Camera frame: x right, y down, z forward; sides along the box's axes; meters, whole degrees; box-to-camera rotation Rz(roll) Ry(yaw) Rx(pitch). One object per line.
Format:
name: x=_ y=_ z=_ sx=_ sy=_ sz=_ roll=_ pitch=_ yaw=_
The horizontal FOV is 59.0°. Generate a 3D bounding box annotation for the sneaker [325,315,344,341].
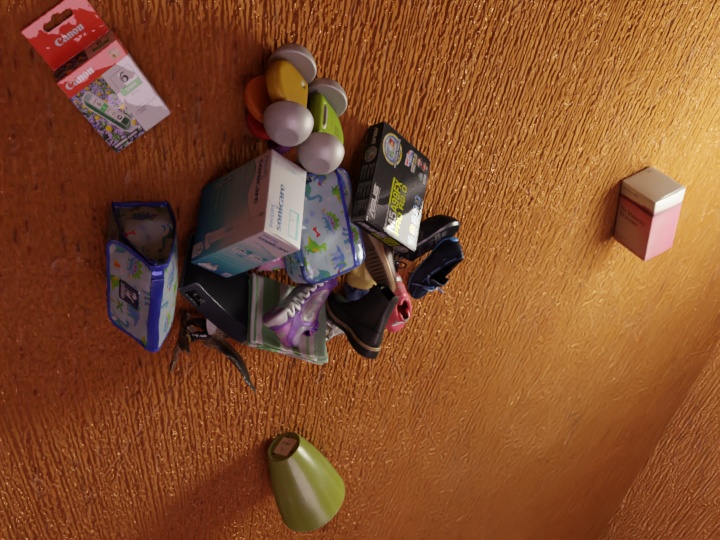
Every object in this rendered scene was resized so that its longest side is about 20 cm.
sneaker: x=-0.074 y=0.122 z=1.419 sx=0.195 sy=0.081 sz=0.078 roll=6 pitch=118 yaw=-37

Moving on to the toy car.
toy car: x=-0.115 y=-0.257 z=1.074 sx=0.147 sy=0.180 sz=0.199 roll=-19 pitch=145 yaw=31

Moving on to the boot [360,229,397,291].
boot: x=0.074 y=-0.077 z=1.311 sx=0.164 sy=0.071 sz=0.205 roll=-31 pitch=108 yaw=-32

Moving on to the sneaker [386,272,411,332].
sneaker: x=0.083 y=0.099 z=1.489 sx=0.072 sy=0.088 sz=0.203 roll=-25 pitch=144 yaw=-12

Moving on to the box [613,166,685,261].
box: x=0.783 y=-0.154 z=1.737 sx=0.106 sy=0.128 sz=0.204 roll=-23 pitch=132 yaw=-14

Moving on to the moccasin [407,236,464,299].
moccasin: x=0.170 y=0.010 z=1.471 sx=0.078 sy=0.069 sz=0.202 roll=-12 pitch=148 yaw=-33

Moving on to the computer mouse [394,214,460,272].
computer mouse: x=0.130 y=-0.072 z=1.419 sx=0.196 sy=0.054 sz=0.139 roll=-29 pitch=159 yaw=-5

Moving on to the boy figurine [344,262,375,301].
boy figurine: x=0.000 y=0.000 z=1.387 sx=0.120 sy=0.065 sz=0.206 roll=4 pitch=121 yaw=-2

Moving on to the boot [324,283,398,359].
boot: x=0.005 y=0.067 z=1.323 sx=0.076 sy=0.200 sz=0.142 roll=7 pitch=116 yaw=-42

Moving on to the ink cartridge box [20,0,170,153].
ink cartridge box: x=-0.382 y=-0.286 z=0.932 sx=0.108 sy=0.051 sz=0.202 roll=-36 pitch=135 yaw=-4

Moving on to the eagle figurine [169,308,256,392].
eagle figurine: x=-0.274 y=0.140 z=1.276 sx=0.196 sy=0.150 sz=0.156 roll=21 pitch=97 yaw=-30

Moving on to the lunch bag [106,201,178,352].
lunch bag: x=-0.359 y=0.007 z=1.063 sx=0.124 sy=0.201 sz=0.174 roll=-6 pitch=127 yaw=-29

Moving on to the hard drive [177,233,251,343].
hard drive: x=-0.258 y=0.033 z=1.195 sx=0.041 sy=0.138 sz=0.201 roll=-13 pitch=142 yaw=21

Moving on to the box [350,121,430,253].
box: x=0.063 y=-0.158 z=1.242 sx=0.159 sy=0.043 sz=0.207 roll=30 pitch=65 yaw=-43

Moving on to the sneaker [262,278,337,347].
sneaker: x=-0.107 y=0.079 z=1.256 sx=0.200 sy=0.079 sz=0.090 roll=-43 pitch=109 yaw=-43

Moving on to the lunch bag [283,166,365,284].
lunch bag: x=-0.076 y=-0.088 z=1.199 sx=0.157 sy=0.081 sz=0.207 roll=-17 pitch=101 yaw=-36

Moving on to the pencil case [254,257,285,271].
pencil case: x=-0.125 y=-0.036 z=1.264 sx=0.195 sy=0.088 sz=0.089 roll=2 pitch=122 yaw=-37

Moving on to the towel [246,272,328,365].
towel: x=-0.143 y=0.098 z=1.278 sx=0.023 sy=0.157 sz=0.197 roll=-25 pitch=147 yaw=38

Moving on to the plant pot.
plant pot: x=-0.157 y=0.515 z=1.613 sx=0.183 sy=0.187 sz=0.204 roll=-28 pitch=119 yaw=-10

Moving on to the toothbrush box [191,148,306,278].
toothbrush box: x=-0.189 y=-0.091 z=1.075 sx=0.196 sy=0.151 sz=0.084 roll=-19 pitch=148 yaw=39
